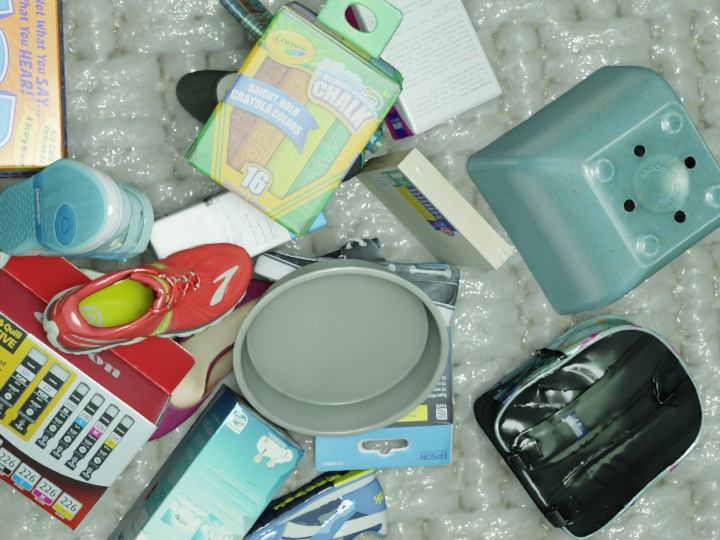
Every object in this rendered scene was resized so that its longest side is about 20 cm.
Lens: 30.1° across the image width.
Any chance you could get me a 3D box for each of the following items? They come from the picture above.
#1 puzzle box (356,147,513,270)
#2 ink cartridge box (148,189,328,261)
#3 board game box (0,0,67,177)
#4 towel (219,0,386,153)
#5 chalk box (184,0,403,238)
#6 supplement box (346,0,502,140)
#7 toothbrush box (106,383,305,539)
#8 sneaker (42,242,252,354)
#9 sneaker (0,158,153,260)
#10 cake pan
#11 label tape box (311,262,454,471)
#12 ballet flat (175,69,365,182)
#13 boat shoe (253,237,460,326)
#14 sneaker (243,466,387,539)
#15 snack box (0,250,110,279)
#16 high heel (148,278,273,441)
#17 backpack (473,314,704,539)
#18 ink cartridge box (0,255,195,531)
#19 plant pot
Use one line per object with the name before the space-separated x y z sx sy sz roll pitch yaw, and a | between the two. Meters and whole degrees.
puzzle box | 0.066 -0.057 1.277 0.025 0.200 0.133 -45 100 -7
ink cartridge box | -0.142 -0.036 1.278 0.199 0.116 0.068 -23 96 -10
board game box | -0.365 -0.184 1.188 0.199 0.200 0.201 -2 92 -11
towel | -0.050 -0.194 1.279 0.022 0.147 0.200 -44 98 9
chalk box | -0.041 -0.151 1.149 0.124 0.124 0.200 32 103 -5
supplement box | 0.045 -0.240 1.317 0.103 0.101 0.201 -28 96 -9
toothbrush box | -0.152 0.218 1.270 0.085 0.146 0.200 37 86 -10
sneaker | -0.174 0.024 1.158 0.199 0.085 0.077 -21 87 -28
sneaker | -0.214 -0.049 1.137 0.130 0.200 0.080 1 89 -38
cake pan | -0.019 0.069 1.237 0.199 0.037 0.201 -4 126 -5
label tape box | 0.017 0.094 1.341 0.143 0.066 0.201 -2 94 -10
ballet flat | -0.081 -0.154 1.306 0.199 0.068 0.068 24 62 -9
boat shoe | 0.000 0.000 1.267 0.199 0.072 0.068 13 90 -11
sneaker | -0.061 0.265 1.326 0.199 0.074 0.083 -25 100 -7
snack box | -0.317 0.089 1.279 0.142 0.053 0.201 11 90 -9
high heel | -0.155 0.087 1.289 0.067 0.096 0.200 37 85 -10
backpack | 0.234 0.145 1.340 0.200 0.151 0.178 -37 101 -1
ink cartridge box | -0.278 0.098 1.194 0.200 0.084 0.176 37 103 -8
plant pot | 0.255 -0.083 1.313 0.196 0.200 0.196 -34 97 -9
